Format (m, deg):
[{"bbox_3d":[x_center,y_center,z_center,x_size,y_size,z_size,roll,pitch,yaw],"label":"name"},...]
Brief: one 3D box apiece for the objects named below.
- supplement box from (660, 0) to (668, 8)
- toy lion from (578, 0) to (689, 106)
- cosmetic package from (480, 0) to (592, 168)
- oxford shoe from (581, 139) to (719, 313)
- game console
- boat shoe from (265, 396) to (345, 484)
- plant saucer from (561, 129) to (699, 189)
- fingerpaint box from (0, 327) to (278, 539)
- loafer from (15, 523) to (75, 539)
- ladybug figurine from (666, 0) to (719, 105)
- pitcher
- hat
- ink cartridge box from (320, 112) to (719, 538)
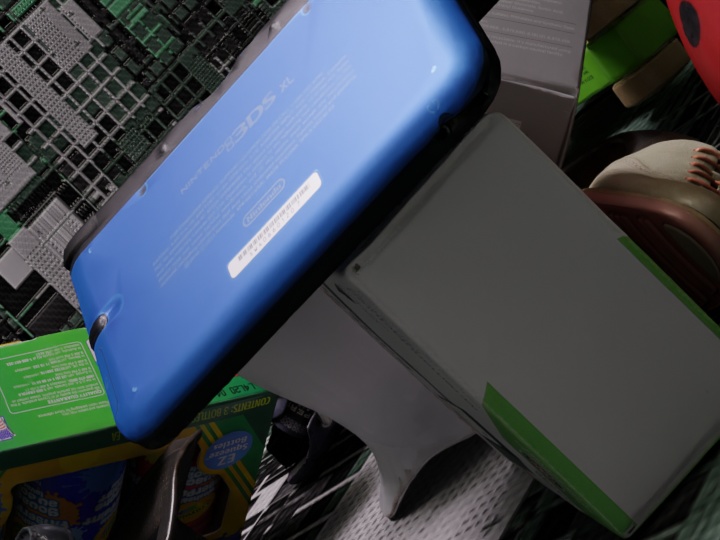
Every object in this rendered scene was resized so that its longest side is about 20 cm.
[{"bbox_3d":[0.236,-0.199,1.093,0.200,0.110,0.109,-45,9,6],"label":"supplement box"},{"bbox_3d":[0.160,-0.147,1.358,0.192,0.069,0.200,-43,5,-37],"label":"toy lion"},{"bbox_3d":[0.085,-0.152,1.168,0.107,0.089,0.201,96,-172,-61],"label":"cosmetic package"},{"bbox_3d":[0.135,-0.030,0.940,0.074,0.071,0.200,-44,9,-4],"label":"oxford shoe"},{"bbox_3d":[-0.009,-0.032,0.842,0.200,0.118,0.171,-46,40,19],"label":"game console"},{"bbox_3d":[-0.012,0.047,1.213,0.093,0.074,0.201,-58,-7,-34],"label":"boat shoe"},{"bbox_3d":[0.098,-0.007,1.140,0.200,0.032,0.200,-44,10,10],"label":"plant saucer"},{"bbox_3d":[-0.156,0.113,1.140,0.198,0.074,0.168,-11,-40,-27],"label":"fingerpaint box"},{"bbox_3d":[-0.180,0.205,0.977,0.068,0.070,0.202,139,150,-62],"label":"loafer"},{"bbox_3d":[0.169,-0.127,0.841,0.072,0.201,0.136,2,-30,-43],"label":"ladybug figurine"},{"bbox_3d":[0.000,0.000,1.017,0.171,0.200,0.121,-38,12,35],"label":"pitcher"},{"bbox_3d":[-0.092,0.180,1.026,0.202,0.080,0.201,-62,9,17],"label":"hat"},{"bbox_3d":[0.056,0.014,0.862,0.084,0.145,0.200,-48,9,-4],"label":"ink cartridge box"}]
